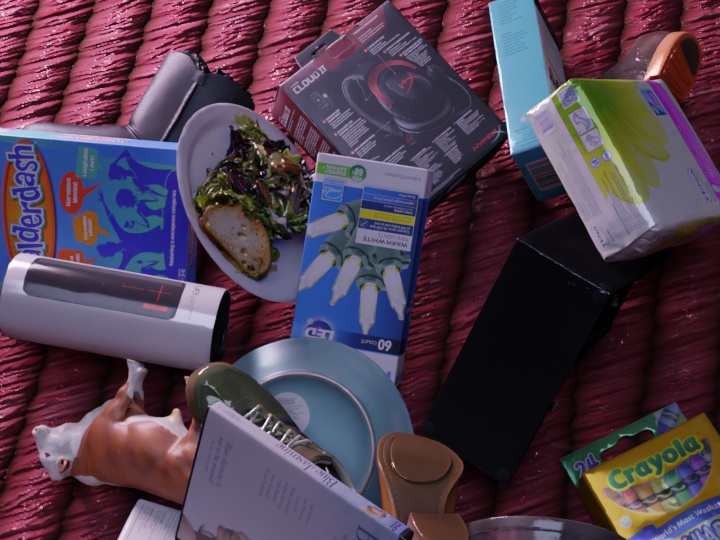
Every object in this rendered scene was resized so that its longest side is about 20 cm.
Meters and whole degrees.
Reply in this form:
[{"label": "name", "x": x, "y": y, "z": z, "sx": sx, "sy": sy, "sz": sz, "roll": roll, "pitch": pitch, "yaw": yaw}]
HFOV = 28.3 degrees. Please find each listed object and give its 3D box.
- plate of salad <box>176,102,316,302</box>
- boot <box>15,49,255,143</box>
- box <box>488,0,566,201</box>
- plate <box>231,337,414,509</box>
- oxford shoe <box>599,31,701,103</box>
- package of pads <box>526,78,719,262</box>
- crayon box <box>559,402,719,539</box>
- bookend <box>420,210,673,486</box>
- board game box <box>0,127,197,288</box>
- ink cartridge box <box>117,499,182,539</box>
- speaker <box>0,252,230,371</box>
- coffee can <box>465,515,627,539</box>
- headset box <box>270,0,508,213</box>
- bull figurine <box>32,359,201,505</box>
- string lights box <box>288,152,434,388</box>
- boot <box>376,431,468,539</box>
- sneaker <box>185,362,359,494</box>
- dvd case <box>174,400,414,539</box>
[{"label": "plate of salad", "x": -0.089, "y": -0.068, "z": 1.321, "sx": 0.048, "sy": 0.200, "sz": 0.200, "roll": -26, "pitch": 56, "yaw": 35}, {"label": "boot", "x": -0.223, "y": -0.146, "z": 1.418, "sx": 0.200, "sy": 0.076, "sz": 0.168, "roll": 23, "pitch": 70, "yaw": 7}, {"label": "box", "x": 0.170, "y": -0.173, "z": 1.389, "sx": 0.049, "sy": 0.082, "sz": 0.200, "roll": -17, "pitch": 52, "yaw": 18}, {"label": "plate", "x": -0.053, "y": 0.157, "z": 1.248, "sx": 0.200, "sy": 0.026, "sz": 0.201, "roll": -1, "pitch": 82, "yaw": 9}, {"label": "oxford shoe", "x": 0.261, "y": -0.152, "z": 1.415, "sx": 0.073, "sy": 0.071, "sz": 0.200, "roll": 19, "pitch": 68, "yaw": 49}, {"label": "package of pads", "x": 0.243, "y": -0.090, "z": 1.258, "sx": 0.068, "sy": 0.200, "sz": 0.155, "roll": -34, "pitch": 76, "yaw": 34}, {"label": "crayon box", "x": 0.274, "y": 0.212, "z": 1.223, "sx": 0.126, "sy": 0.052, "sz": 0.200, "roll": -25, "pitch": 64, "yaw": -10}, {"label": "bookend", "x": 0.169, "y": 0.060, "z": 1.270, "sx": 0.092, "sy": 0.199, "sz": 0.200, "roll": 33, "pitch": 113, "yaw": 18}, {"label": "board game box", "x": -0.254, "y": -0.050, "z": 1.344, "sx": 0.200, "sy": 0.045, "sz": 0.152, "roll": 5, "pitch": 103, "yaw": 6}, {"label": "ink cartridge box", "x": -0.119, "y": 0.281, "z": 1.177, "sx": 0.200, "sy": 0.050, "sz": 0.161, "roll": 17, "pitch": 34, "yaw": 3}, {"label": "speaker", "x": -0.220, "y": 0.039, "z": 1.296, "sx": 0.200, "sy": 0.081, "sz": 0.081, "roll": 10, "pitch": 64, "yaw": 5}, {"label": "coffee can", "x": 0.140, "y": 0.312, "z": 1.125, "sx": 0.146, "sy": 0.146, "sz": 0.200, "roll": 4, "pitch": 63, "yaw": 5}, {"label": "headset box", "x": 0.022, "y": -0.151, "z": 1.379, "sx": 0.149, "sy": 0.075, "sz": 0.200, "roll": -41, "pitch": 85, "yaw": -19}, {"label": "bull figurine", "x": -0.189, "y": 0.145, "z": 1.247, "sx": 0.200, "sy": 0.065, "sz": 0.122, "roll": 14, "pitch": 82, "yaw": 22}, {"label": "string lights box", "x": 0.000, "y": 0.000, "z": 1.292, "sx": 0.103, "sy": 0.059, "sz": 0.200, "roll": 9, "pitch": 94, "yaw": 8}, {"label": "boot", "x": 0.042, "y": 0.237, "z": 1.171, "sx": 0.077, "sy": 0.156, "sz": 0.200, "roll": 6, "pitch": 24, "yaw": -15}, {"label": "sneaker", "x": -0.058, "y": 0.152, "z": 1.167, "sx": 0.067, "sy": 0.090, "sz": 0.200, "roll": -40, "pitch": 95, "yaw": -24}, {"label": "dvd case", "x": -0.058, "y": 0.211, "z": 1.130, "sx": 0.200, "sy": 0.143, "sz": 0.018, "roll": 30, "pitch": 30, "yaw": 24}]
